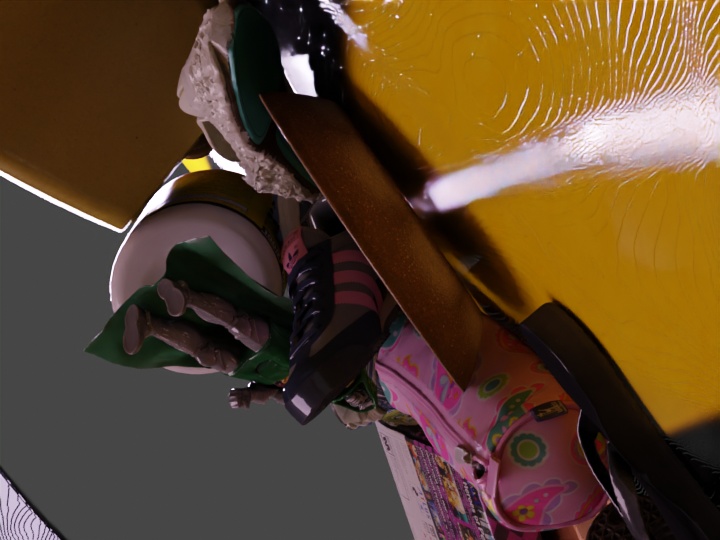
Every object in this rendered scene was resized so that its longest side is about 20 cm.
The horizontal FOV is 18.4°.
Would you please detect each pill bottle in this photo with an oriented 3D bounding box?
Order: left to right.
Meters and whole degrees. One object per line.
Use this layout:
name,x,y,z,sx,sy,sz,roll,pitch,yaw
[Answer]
pill bottle,-0.103,-0.007,1.515,0.113,0.112,0.200,50,-170,-9

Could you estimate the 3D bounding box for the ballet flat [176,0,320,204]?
ballet flat,-0.072,-0.094,1.307,0.072,0.072,0.200,47,174,29

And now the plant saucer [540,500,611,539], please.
plant saucer,0.131,0.173,1.389,0.200,0.037,0.200,90,154,-54

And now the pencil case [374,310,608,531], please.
pencil case,0.075,0.081,1.300,0.088,0.087,0.200,52,177,-27

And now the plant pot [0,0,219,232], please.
plant pot,-0.176,-0.132,1.422,0.176,0.200,0.200,39,176,-5

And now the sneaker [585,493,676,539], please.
sneaker,0.200,0.207,1.238,0.200,0.070,0.076,46,175,43

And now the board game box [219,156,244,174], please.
board game box,-0.031,-0.026,1.699,0.200,0.041,0.200,48,174,15

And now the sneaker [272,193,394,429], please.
sneaker,0.000,0.000,1.486,0.077,0.085,0.201,-66,-41,-80

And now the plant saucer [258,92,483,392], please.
plant saucer,0.014,-0.024,1.232,0.201,0.037,0.200,56,-179,-1

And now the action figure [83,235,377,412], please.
action figure,-0.059,0.051,1.387,0.200,0.118,0.055,22,-139,-42

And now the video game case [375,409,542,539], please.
video game case,0.081,0.193,1.449,0.201,0.036,0.181,71,165,-10

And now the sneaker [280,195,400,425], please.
sneaker,-0.024,0.020,1.326,0.082,0.070,0.200,43,-154,-7

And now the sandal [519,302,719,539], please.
sandal,0.136,0.101,1.152,0.200,0.043,0.076,52,175,-21

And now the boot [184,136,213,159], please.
boot,-0.152,-0.125,1.619,0.200,0.077,0.155,53,160,27
